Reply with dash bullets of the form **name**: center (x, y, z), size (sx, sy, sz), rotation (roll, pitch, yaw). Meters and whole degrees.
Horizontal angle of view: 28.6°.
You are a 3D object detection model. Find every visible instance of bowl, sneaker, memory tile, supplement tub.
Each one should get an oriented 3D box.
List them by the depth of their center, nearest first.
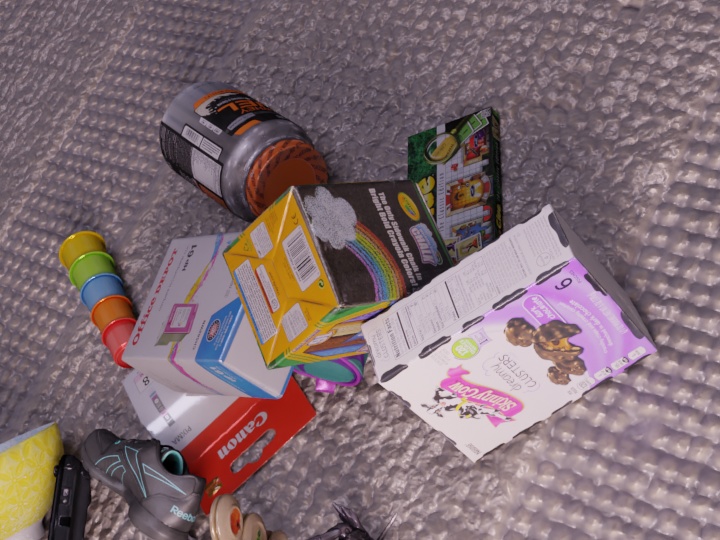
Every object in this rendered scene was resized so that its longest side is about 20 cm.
- **memory tile**: center (-0.103, 0.311, 1.254), size (0.017, 0.153, 0.201), rotation (-8, 58, 19)
- **sneaker**: center (-0.219, 0.207, 1.458), size (0.200, 0.075, 0.079), rotation (34, 94, 46)
- **bowl**: center (-0.401, 0.255, 1.535), size (0.200, 0.200, 0.108), rotation (-23, 93, 24)
- **supplement tub**: center (-0.131, -0.129, 1.592), size (0.123, 0.123, 0.200), rotation (-52, 45, -4)

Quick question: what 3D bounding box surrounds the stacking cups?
- **stacking cups**: center (-0.299, 0.033, 1.655), size (0.060, 0.060, 0.200), rotation (-42, 45, 7)

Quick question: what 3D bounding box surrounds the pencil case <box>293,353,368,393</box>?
- **pencil case**: center (-0.017, 0.016, 1.433), size (0.085, 0.093, 0.201), rotation (13, 62, 2)

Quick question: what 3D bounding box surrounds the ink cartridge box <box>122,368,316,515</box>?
- **ink cartridge box**: center (-0.154, 0.131, 1.489), size (0.163, 0.057, 0.200), rotation (-43, 40, 5)

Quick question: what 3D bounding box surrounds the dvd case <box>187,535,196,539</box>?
- **dvd case**: center (-0.206, 0.377, 1.381), size (0.146, 0.022, 0.200), rotation (-32, 46, 16)

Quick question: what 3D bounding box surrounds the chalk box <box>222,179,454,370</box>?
- **chalk box**: center (0.000, 0.000, 1.296), size (0.124, 0.200, 0.125), rotation (-39, 66, 41)

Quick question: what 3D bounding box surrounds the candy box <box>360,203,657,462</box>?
- **candy box**: center (0.130, 0.060, 1.232), size (0.200, 0.168, 0.072), rotation (-34, 44, 15)

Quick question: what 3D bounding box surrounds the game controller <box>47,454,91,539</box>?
- **game controller**: center (-0.307, 0.295, 1.462), size (0.042, 0.104, 0.201), rotation (6, 56, -7)

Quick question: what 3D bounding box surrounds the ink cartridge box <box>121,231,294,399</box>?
- **ink cartridge box**: center (-0.137, 0.044, 1.411), size (0.200, 0.085, 0.145), rotation (-5, 59, 54)

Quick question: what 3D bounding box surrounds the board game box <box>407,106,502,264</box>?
- **board game box**: center (0.095, -0.070, 1.450), size (0.105, 0.023, 0.201), rotation (-20, 51, 29)

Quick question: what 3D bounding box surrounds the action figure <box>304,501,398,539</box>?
- **action figure**: center (-0.039, 0.283, 1.241), size (0.102, 0.200, 0.119), rotation (-34, 85, 47)
